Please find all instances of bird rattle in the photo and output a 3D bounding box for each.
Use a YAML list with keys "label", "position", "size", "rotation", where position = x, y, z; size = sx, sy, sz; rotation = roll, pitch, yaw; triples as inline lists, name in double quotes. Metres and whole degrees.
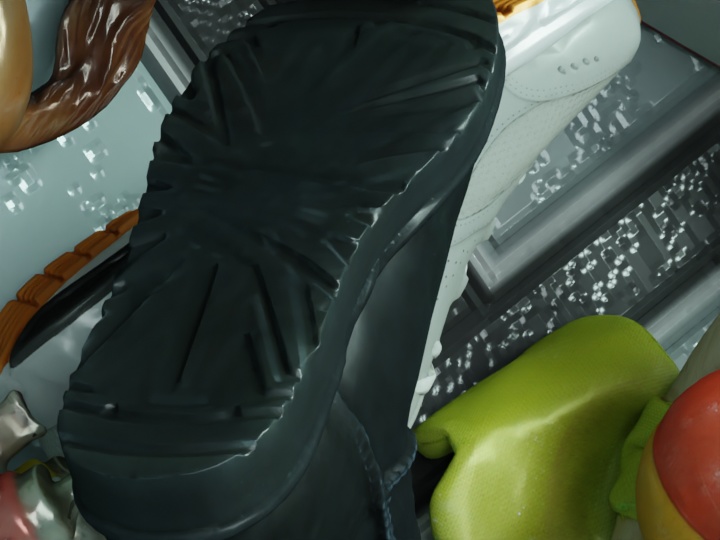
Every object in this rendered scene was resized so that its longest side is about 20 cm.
- label: "bird rattle"
  position: [0.110, 0.038, 0.753]
  size: [0.112, 0.200, 0.163]
  rotation: [32, 35, -20]

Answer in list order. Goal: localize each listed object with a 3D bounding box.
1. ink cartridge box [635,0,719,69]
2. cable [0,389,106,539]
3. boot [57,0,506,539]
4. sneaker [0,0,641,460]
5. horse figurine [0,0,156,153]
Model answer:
- label: "ink cartridge box"
  position: [0.102, -0.176, 0.821]
  size: [0.145, 0.083, 0.201]
  rotation: [28, 78, -15]
- label: "cable"
  position: [-0.130, 0.097, 0.690]
  size: [0.200, 0.097, 0.050]
  rotation: [-42, 89, 0]
- label: "boot"
  position: [-0.006, 0.047, 0.704]
  size: [0.199, 0.073, 0.163]
  rotation: [-66, 152, -44]
- label: "sneaker"
  position: [0.000, 0.000, 0.786]
  size: [0.200, 0.076, 0.092]
  rotation: [-36, 106, -11]
- label: "horse figurine"
  position: [-0.137, -0.070, 0.748]
  size: [0.199, 0.050, 0.133]
  rotation: [8, 76, -16]
